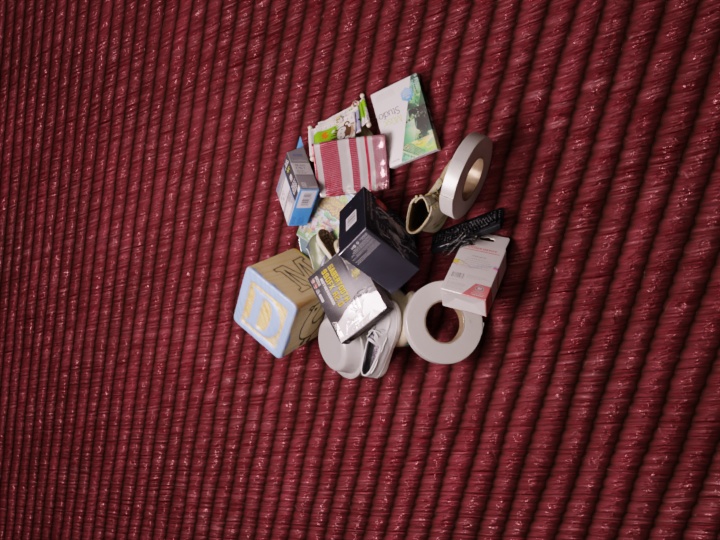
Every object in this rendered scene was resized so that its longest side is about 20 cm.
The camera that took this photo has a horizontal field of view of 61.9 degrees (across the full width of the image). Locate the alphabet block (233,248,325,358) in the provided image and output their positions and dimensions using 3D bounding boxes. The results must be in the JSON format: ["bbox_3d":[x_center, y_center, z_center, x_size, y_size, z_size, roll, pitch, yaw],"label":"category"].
[{"bbox_3d":[-0.205,0.086,1.673,0.195,0.199,0.198,37,125,20],"label":"alphabet block"}]

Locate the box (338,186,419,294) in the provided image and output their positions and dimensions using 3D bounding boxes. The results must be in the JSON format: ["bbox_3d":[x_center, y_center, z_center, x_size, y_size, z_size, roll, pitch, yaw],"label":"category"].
[{"bbox_3d":[0.044,-0.078,1.501,0.181,0.202,0.104,36,118,-25],"label":"box"}]

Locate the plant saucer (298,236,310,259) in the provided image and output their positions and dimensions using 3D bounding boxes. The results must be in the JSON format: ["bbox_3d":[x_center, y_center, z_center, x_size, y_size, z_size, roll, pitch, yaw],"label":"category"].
[{"bbox_3d":[-0.084,-0.090,1.699,0.197,0.038,0.206,3,96,29],"label":"plant saucer"}]

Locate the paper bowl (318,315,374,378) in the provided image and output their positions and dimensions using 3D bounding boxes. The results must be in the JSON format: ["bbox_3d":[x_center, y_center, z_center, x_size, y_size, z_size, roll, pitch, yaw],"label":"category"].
[{"bbox_3d":[-0.041,0.191,1.626,0.199,0.103,0.206,21,116,51],"label":"paper bowl"}]

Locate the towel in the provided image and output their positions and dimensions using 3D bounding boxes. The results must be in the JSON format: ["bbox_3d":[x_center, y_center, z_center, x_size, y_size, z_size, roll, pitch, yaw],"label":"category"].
[{"bbox_3d":[-0.023,-0.273,1.573,0.195,0.023,0.147,-7,111,2],"label":"towel"}]

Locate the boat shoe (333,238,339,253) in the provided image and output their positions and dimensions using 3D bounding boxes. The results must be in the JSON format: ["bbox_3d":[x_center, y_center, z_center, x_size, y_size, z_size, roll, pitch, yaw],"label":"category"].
[{"bbox_3d":[0.000,0.000,1.587,0.067,0.075,0.203,-24,94,24],"label":"boat shoe"}]

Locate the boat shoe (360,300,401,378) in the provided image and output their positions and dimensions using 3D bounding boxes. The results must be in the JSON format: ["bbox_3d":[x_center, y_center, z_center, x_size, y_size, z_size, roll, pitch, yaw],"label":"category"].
[{"bbox_3d":[0.045,0.175,1.520,0.071,0.068,0.204,30,107,41],"label":"boat shoe"}]

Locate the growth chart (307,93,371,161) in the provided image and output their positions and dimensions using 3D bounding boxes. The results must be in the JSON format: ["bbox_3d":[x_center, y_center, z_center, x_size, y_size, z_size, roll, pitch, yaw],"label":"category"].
[{"bbox_3d":[-0.059,-0.378,1.606,0.197,0.018,0.147,-27,53,13],"label":"growth chart"}]

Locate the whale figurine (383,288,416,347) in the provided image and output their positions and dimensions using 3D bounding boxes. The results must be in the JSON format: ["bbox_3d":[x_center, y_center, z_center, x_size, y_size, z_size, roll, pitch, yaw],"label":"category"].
[{"bbox_3d":[0.104,0.105,1.595,0.159,0.102,0.203,-42,53,34],"label":"whale figurine"}]

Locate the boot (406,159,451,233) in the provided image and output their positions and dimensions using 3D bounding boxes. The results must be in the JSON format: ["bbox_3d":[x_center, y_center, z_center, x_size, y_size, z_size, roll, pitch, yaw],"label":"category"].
[{"bbox_3d":[0.187,-0.182,1.472,0.071,0.154,0.203,32,110,21],"label":"boot"}]

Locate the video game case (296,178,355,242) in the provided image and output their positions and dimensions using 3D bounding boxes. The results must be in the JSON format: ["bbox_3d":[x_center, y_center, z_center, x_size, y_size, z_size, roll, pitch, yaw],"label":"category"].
[{"bbox_3d":[-0.070,-0.137,1.651,0.198,0.022,0.185,30,109,23],"label":"video game case"}]

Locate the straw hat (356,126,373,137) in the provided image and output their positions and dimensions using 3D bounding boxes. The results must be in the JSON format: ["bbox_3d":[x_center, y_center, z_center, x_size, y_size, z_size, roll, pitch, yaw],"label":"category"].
[{"bbox_3d":[-0.052,-0.306,1.631,0.197,0.085,0.206,3,97,29],"label":"straw hat"}]

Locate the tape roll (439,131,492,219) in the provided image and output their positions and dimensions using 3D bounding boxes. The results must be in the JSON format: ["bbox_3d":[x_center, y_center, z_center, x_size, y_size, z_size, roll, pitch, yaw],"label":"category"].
[{"bbox_3d":[0.249,-0.221,1.408,0.037,0.202,0.207,26,107,22],"label":"tape roll"}]

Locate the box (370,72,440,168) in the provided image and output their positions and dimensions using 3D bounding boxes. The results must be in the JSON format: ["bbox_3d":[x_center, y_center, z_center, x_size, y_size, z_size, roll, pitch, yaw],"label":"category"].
[{"bbox_3d":[0.116,-0.386,1.558,0.142,0.036,0.205,-17,88,29],"label":"box"}]

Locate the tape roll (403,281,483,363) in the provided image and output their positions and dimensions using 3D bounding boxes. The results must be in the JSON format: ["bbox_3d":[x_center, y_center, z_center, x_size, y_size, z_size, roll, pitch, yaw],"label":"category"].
[{"bbox_3d":[0.206,0.129,1.492,0.198,0.037,0.208,2,80,-9],"label":"tape roll"}]

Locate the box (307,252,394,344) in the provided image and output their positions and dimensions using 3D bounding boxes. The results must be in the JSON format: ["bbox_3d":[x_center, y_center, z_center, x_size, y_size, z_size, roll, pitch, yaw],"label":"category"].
[{"bbox_3d":[-0.027,0.058,1.519,0.157,0.048,0.202,-38,67,20],"label":"box"}]

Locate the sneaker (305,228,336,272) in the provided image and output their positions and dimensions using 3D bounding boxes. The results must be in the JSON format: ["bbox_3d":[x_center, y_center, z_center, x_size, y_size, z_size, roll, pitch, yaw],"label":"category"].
[{"bbox_3d":[-0.084,-0.005,1.634,0.089,0.067,0.203,-31,85,42],"label":"sneaker"}]

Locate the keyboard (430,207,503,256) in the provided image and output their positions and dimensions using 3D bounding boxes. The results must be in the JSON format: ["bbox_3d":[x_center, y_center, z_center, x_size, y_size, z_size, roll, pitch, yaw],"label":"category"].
[{"bbox_3d":[0.256,-0.100,1.476,0.197,0.105,0.040,-22,126,29],"label":"keyboard"}]

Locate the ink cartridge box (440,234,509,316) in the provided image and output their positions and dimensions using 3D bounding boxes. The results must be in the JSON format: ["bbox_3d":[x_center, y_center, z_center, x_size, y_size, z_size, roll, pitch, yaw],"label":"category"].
[{"bbox_3d":[0.283,0.003,1.453,0.114,0.202,0.068,14,144,26],"label":"ink cartridge box"}]

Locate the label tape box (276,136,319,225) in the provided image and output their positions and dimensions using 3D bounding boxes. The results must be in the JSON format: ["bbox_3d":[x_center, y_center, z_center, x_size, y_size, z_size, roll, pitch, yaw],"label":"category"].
[{"bbox_3d":[-0.183,-0.247,1.653,0.203,0.062,0.145,68,149,31],"label":"label tape box"}]
